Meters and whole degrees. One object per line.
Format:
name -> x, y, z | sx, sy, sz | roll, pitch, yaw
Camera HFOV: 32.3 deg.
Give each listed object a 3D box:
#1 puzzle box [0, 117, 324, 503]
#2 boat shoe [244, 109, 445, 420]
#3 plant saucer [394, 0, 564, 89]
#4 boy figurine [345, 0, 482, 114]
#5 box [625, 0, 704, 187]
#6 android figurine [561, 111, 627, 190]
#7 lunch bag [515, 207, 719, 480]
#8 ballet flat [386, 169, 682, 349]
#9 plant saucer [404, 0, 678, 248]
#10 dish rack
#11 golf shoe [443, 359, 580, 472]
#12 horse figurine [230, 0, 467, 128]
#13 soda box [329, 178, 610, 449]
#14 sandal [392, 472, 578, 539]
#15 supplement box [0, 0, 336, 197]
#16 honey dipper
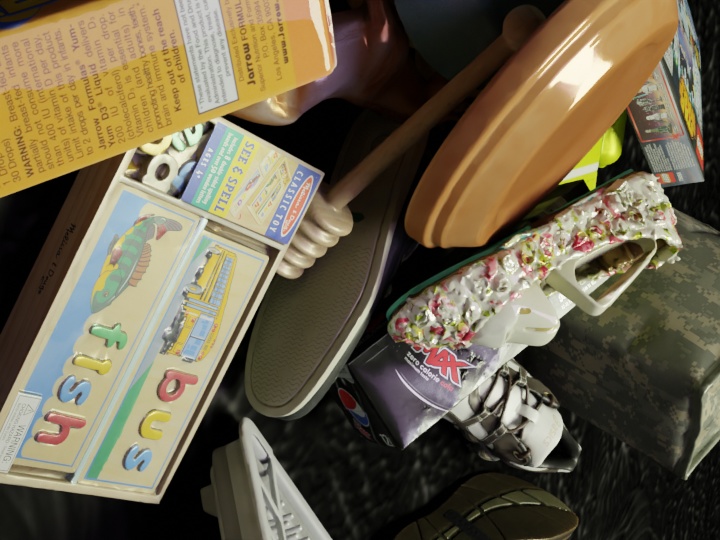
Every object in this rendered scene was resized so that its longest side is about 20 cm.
puzzle box -> -0.106, 0.017, 0.616 | 0.133, 0.025, 0.202 | 22, 95, -54
boat shoe -> 0.000, 0.000, 0.725 | 0.068, 0.071, 0.202 | 43, 69, -50
plant saucer -> 0.096, -0.189, 0.645 | 0.199, 0.036, 0.202 | -21, 123, -36
boy figurine -> 0.042, -0.172, 0.694 | 0.123, 0.064, 0.202 | -19, 121, -13
box -> 0.208, -0.172, 0.893 | 0.200, 0.039, 0.138 | 51, 40, -50
android figurine -> 0.132, -0.093, 0.879 | 0.181, 0.041, 0.203 | -16, 117, -48
lunch bag -> 0.238, 0.034, 0.961 | 0.200, 0.163, 0.119 | -38, 143, -33
ballet flat -> 0.109, 0.004, 0.714 | 0.199, 0.064, 0.076 | -28, 162, -21
plant saucer -> 0.104, -0.083, 0.668 | 0.200, 0.037, 0.200 | -44, 168, -12
dish rack -> -0.037, 0.202, 0.724 | 0.043, 0.173, 0.201 | -23, 135, 4
golf shoe -> 0.097, 0.086, 0.872 | 0.078, 0.094, 0.200 | -61, 141, -10
horse figurine -> -0.024, -0.121, 0.630 | 0.198, 0.050, 0.134 | -18, 132, -29
soda box -> 0.070, 0.025, 0.778 | 0.199, 0.071, 0.064 | -37, 101, -20
sandal -> 0.086, 0.209, 0.933 | 0.199, 0.081, 0.055 | -21, 139, -47
supplement box -> -0.111, -0.086, 0.500 | 0.198, 0.066, 0.069 | -26, 126, -22
honey dipper -> 0.019, -0.068, 0.651 | 0.200, 0.038, 0.038 | -42, 153, 27
